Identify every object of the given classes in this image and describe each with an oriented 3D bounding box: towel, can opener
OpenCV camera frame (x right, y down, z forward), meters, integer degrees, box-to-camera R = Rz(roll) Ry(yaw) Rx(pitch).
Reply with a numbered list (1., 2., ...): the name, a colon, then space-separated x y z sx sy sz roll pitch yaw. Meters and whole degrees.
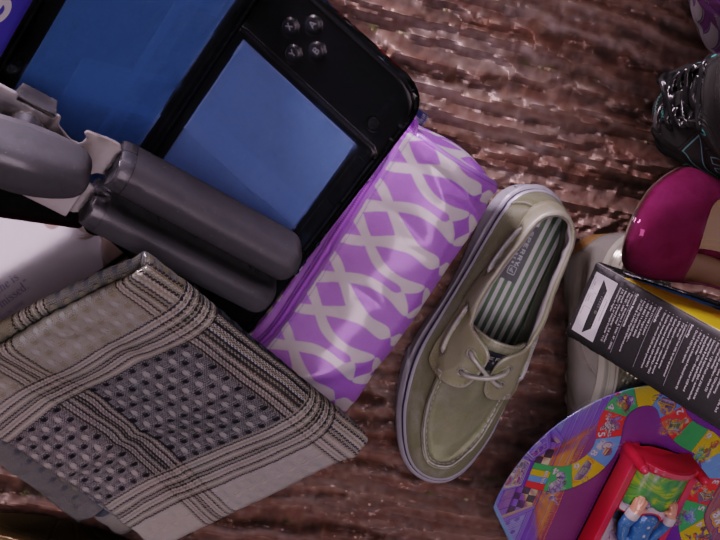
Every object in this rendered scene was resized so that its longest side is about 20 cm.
1. towel: -0.129 0.085 0.818 0.199 0.035 0.192 -24 131 29
2. can opener: -0.121 -0.029 0.738 0.199 0.067 0.053 28 120 -22

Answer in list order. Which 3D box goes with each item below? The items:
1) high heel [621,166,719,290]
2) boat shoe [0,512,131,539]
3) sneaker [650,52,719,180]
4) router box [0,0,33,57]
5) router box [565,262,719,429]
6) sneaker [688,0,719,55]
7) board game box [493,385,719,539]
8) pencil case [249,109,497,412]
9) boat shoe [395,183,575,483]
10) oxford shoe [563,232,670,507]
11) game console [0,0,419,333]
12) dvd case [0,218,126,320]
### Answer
1. high heel: 0.223 -0.013 0.832 0.096 0.199 0.068 29 111 29
2. boat shoe: -0.147 0.204 0.894 0.198 0.073 0.065 19 94 -11
3. sneaker: 0.202 -0.085 0.823 0.078 0.200 0.076 13 84 15
4. router box: -0.232 -0.185 0.756 0.200 0.179 0.049 -51 148 5
5. router box: 0.239 0.063 0.841 0.199 0.149 0.051 16 102 -40
6. sneaker: 0.229 -0.145 0.824 0.072 0.115 0.200 -31 129 17
7. board game box: 0.180 0.166 0.916 0.157 0.039 0.201 -28 123 -3
8. pencil case: 0.000 0.000 0.864 0.085 0.084 0.201 27 97 -47
9. boat shoe: 0.074 0.042 0.896 0.071 0.062 0.202 18 100 -11
10. oxford shoe: 0.158 0.063 0.919 0.075 0.058 0.202 -20 120 -31
11. game console: -0.098 -0.065 0.766 0.172 0.119 0.200 42 118 6
12. dvd case: -0.240 -0.058 0.854 0.142 0.018 0.201 -35 104 1
